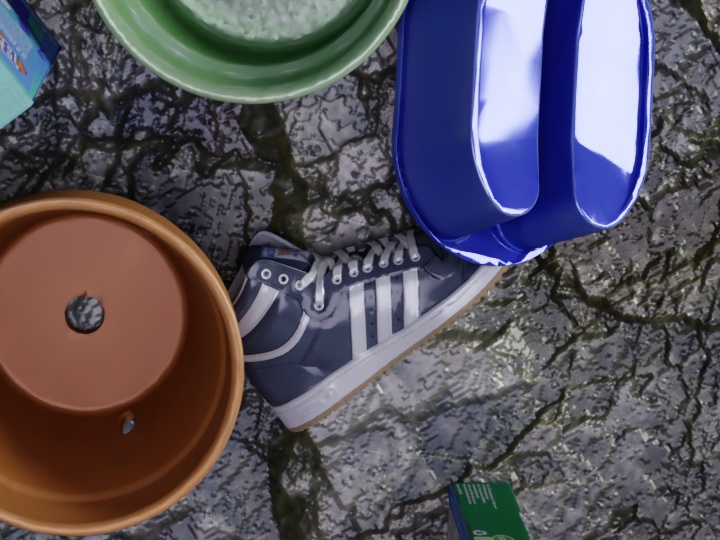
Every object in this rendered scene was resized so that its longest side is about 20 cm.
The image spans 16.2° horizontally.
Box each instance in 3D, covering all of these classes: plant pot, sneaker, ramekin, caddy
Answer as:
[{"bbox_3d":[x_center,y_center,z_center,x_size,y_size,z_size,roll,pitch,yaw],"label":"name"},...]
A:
[{"bbox_3d":[-0.169,0.040,1.505,0.199,0.140,0.201,-1,104,-3],"label":"plant pot"},{"bbox_3d":[0.000,0.000,1.538,0.200,0.070,0.109,-39,104,10],"label":"sneaker"},{"bbox_3d":[-0.058,-0.201,1.461,0.199,0.098,0.201,1,100,6],"label":"ramekin"},{"bbox_3d":[0.091,-0.103,1.484,0.141,0.105,0.201,8,83,-32],"label":"caddy"}]

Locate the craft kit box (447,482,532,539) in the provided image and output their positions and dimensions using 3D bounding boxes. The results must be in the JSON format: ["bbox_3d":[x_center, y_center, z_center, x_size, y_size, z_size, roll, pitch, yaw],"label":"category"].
[{"bbox_3d":[0.081,0.253,1.535,0.048,0.200,0.199,3,104,-4],"label":"craft kit box"}]

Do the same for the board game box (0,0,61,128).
[{"bbox_3d":[-0.238,-0.158,1.424,0.045,0.200,0.152,-36,102,6],"label":"board game box"}]
